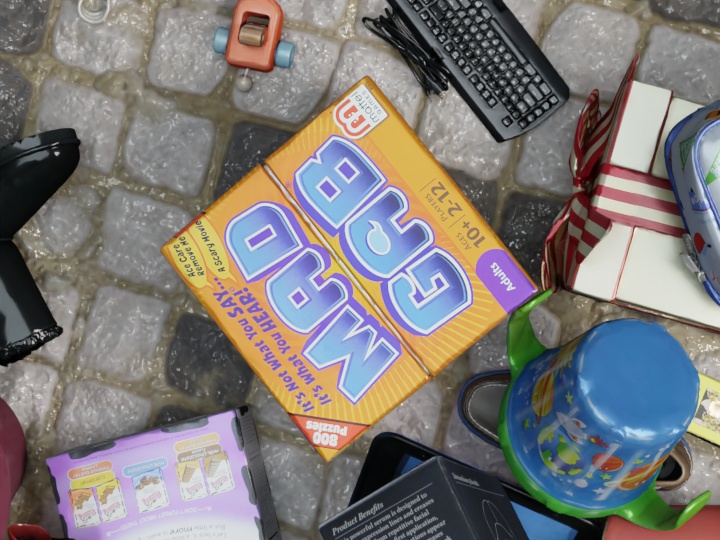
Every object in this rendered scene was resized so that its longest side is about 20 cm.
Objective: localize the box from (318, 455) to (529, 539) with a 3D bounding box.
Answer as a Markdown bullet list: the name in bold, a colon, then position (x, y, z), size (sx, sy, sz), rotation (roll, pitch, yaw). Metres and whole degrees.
- **box**: position (0.077, 0.251, 1.030), size (0.107, 0.148, 0.201), rotation (-31, 67, 13)

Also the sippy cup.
- **sippy cup**: position (0.184, 0.101, 1.068), size (0.177, 0.131, 0.140), rotation (21, 62, -3)

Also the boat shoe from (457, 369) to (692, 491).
- **boat shoe**: position (0.176, 0.128, 1.170), size (0.198, 0.072, 0.073), rotation (14, 91, 5)

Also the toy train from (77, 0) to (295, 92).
- **toy train**: position (-0.143, -0.245, 1.213), size (0.198, 0.056, 0.151), rotation (17, 91, 5)

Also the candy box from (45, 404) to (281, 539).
- **candy box**: position (-0.154, 0.231, 1.202), size (0.166, 0.072, 0.202), rotation (-14, 88, 5)

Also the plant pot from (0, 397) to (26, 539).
- **plant pot**: position (-0.362, 0.166, 1.163), size (0.198, 0.179, 0.202), rotation (1, 97, 7)

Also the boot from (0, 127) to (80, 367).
- **boot**: position (-0.299, -0.012, 1.218), size (0.197, 0.073, 0.164), rotation (-24, 85, 12)

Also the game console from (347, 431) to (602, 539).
- **game console**: position (0.068, 0.253, 1.152), size (0.199, 0.118, 0.172), rotation (23, 71, 6)

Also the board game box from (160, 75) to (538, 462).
- **board game box**: position (0.000, 0.000, 1.124), size (0.199, 0.200, 0.200), rotation (-39, 86, 4)

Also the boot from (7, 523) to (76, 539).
- **boot**: position (-0.286, 0.289, 1.190), size (0.199, 0.072, 0.145), rotation (-26, 80, 38)

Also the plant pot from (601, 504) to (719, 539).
- **plant pot**: position (0.271, 0.268, 1.110), size (0.176, 0.200, 0.202), rotation (7, 90, 15)

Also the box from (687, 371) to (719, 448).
- **box**: position (0.343, 0.140, 1.154), size (0.199, 0.075, 0.050), rotation (23, 90, 6)

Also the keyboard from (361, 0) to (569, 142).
- **keyboard**: position (0.079, -0.195, 1.199), size (0.104, 0.040, 0.200), rotation (-39, 85, 3)

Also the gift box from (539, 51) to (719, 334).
- **gift box**: position (0.247, -0.051, 1.106), size (0.185, 0.200, 0.186), rotation (16, 86, 7)

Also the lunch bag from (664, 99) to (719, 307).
- **lunch bag**: position (0.312, -0.056, 0.993), size (0.199, 0.076, 0.161), rotation (-23, 97, -8)
